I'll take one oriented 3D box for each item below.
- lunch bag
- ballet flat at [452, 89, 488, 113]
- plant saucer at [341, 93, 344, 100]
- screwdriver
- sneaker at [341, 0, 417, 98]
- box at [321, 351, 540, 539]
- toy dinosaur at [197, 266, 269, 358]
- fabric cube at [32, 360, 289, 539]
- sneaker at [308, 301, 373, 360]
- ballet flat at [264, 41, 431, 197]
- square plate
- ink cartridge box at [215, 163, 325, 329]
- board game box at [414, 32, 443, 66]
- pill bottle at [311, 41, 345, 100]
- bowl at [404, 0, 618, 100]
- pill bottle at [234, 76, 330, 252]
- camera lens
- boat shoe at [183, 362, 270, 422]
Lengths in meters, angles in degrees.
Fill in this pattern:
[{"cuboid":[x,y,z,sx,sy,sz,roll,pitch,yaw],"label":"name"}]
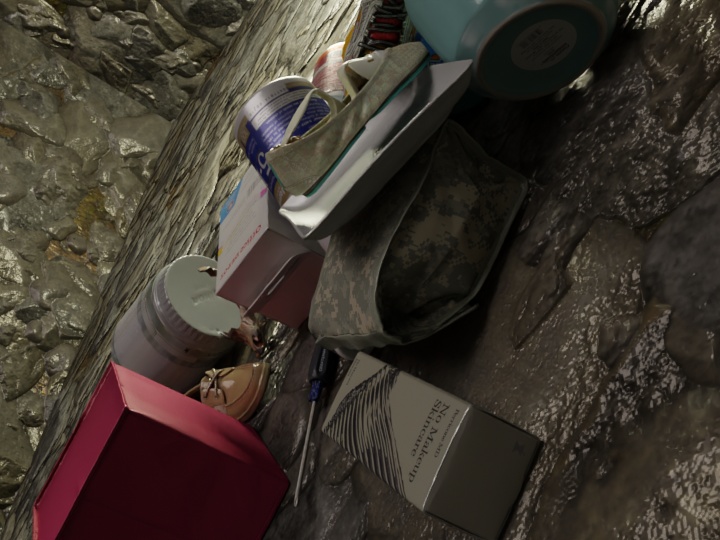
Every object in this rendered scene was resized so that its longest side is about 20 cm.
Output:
[{"cuboid":[0.039,-0.013,0.735,0.202,0.117,0.163,-63,20,-16],"label":"lunch bag"},{"cuboid":[0.148,-0.252,0.845,0.069,0.068,0.201,-50,-6,-46],"label":"ballet flat"},{"cuboid":[0.011,-0.233,0.941,0.201,0.019,0.071,119,150,-52],"label":"plant saucer"},{"cuboid":[-0.054,0.151,0.848,0.028,0.029,0.202,-39,26,42],"label":"screwdriver"},{"cuboid":[0.029,-0.235,0.796,0.201,0.076,0.083,112,166,-57],"label":"sneaker"},{"cuboid":[0.044,0.127,0.620,0.083,0.068,0.199,-64,22,-7],"label":"box"},{"cuboid":[-0.156,0.035,1.164,0.084,0.138,0.200,-7,20,17],"label":"toy dinosaur"},{"cuboid":[-0.229,0.250,0.897,0.202,0.198,0.196,-61,23,-2],"label":"fabric cube"},{"cuboid":[0.000,0.000,0.865,0.099,0.070,0.203,-13,52,62],"label":"sneaker"},{"cuboid":[-0.010,-0.154,0.731,0.201,0.062,0.067,-51,17,-18],"label":"ballet flat"},{"cuboid":[0.009,-0.107,0.733,0.198,0.028,0.200,-46,16,-1],"label":"square plate"},{"cuboid":[-0.102,-0.034,1.040,0.129,0.124,0.202,-47,32,31],"label":"ink cartridge box"},{"cuboid":[0.053,-0.213,0.910,0.152,0.044,0.203,-132,49,-65],"label":"board game box"},{"cuboid":[-0.022,-0.221,1.122,0.109,0.109,0.202,-42,29,38],"label":"pill bottle"},{"cuboid":[0.142,-0.227,0.704,0.200,0.198,0.106,-40,49,41],"label":"bowl"},{"cuboid":[-0.054,-0.119,0.956,0.120,0.119,0.201,-47,66,28],"label":"pill bottle"},{"cuboid":[-0.283,0.092,1.250,0.200,0.159,0.161,-44,28,36],"label":"camera lens"},{"cuboid":[-0.186,0.167,1.076,0.199,0.064,0.072,-37,32,45],"label":"boat shoe"}]
